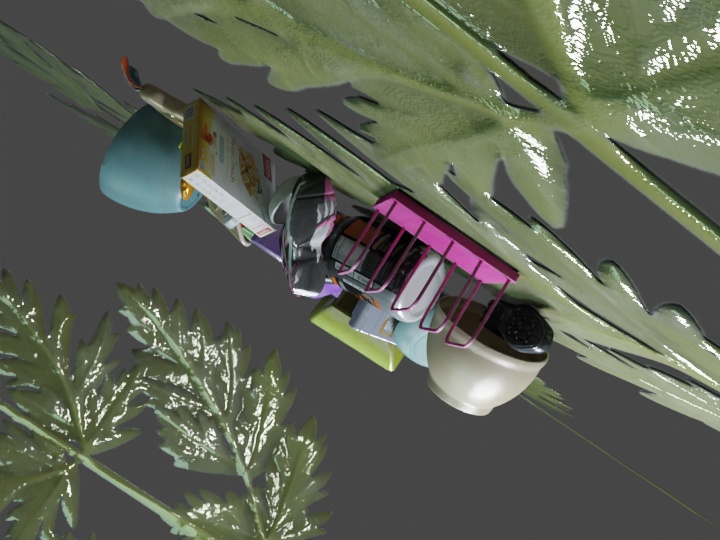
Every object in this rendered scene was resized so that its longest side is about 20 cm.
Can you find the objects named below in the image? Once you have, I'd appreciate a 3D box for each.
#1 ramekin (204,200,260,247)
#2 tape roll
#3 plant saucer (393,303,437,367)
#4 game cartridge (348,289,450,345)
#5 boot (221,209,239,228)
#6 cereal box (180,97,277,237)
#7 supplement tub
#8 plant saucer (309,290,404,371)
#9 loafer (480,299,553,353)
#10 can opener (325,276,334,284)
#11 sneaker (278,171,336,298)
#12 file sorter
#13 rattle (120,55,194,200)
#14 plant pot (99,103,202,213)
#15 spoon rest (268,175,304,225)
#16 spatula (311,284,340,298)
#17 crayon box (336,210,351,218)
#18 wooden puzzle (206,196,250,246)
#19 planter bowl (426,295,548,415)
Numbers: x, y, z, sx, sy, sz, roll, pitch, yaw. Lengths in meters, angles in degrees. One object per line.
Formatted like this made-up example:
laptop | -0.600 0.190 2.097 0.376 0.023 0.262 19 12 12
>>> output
ramekin | -0.231 -0.124 1.956 0.199 0.098 0.200 33 174 4
tape roll | -0.110 -0.029 1.705 0.199 0.066 0.200 34 176 3
plant saucer | 0.160 0.129 1.639 0.198 0.036 0.201 -1 142 -1
game cartridge | 0.090 0.077 1.676 0.199 0.134 0.042 21 -161 -28
boot | -0.232 -0.155 1.538 0.095 0.073 0.201 39 -156 -23
cereal box | -0.205 -0.160 1.423 0.039 0.145 0.200 -22 145 24
supplement tub | 0.027 -0.010 1.426 0.199 0.123 0.122 29 173 35
plant saucer | 0.032 0.065 1.769 0.199 0.200 0.048 31 150 10
loafer | 0.247 0.087 1.352 0.070 0.068 0.200 26 -179 -15
can opener | 0.000 0.000 1.543 0.198 0.064 0.079 -6 155 -19
sneaker | -0.098 -0.061 1.407 0.080 0.201 0.086 -3 -153 -31
file sorter | 0.085 0.004 1.224 0.199 0.126 0.139 34 173 -8
rattle | -0.336 -0.235 1.471 0.199 0.143 0.130 29 -167 -27
plant pot | -0.345 -0.180 1.592 0.134 0.201 0.200 34 174 9
spoon rest | -0.096 -0.109 1.476 0.061 0.099 0.200 46 -174 7
spatula | -0.005 0.028 1.607 0.198 0.021 0.057 -4 150 17
crayon box | -0.043 -0.064 1.653 0.172 0.058 0.200 30 174 34
wooden puzzle | -0.266 -0.164 1.730 0.185 0.046 0.201 40 151 54
planter bowl | 0.190 0.150 1.470 0.199 0.135 0.200 22 -162 -8
